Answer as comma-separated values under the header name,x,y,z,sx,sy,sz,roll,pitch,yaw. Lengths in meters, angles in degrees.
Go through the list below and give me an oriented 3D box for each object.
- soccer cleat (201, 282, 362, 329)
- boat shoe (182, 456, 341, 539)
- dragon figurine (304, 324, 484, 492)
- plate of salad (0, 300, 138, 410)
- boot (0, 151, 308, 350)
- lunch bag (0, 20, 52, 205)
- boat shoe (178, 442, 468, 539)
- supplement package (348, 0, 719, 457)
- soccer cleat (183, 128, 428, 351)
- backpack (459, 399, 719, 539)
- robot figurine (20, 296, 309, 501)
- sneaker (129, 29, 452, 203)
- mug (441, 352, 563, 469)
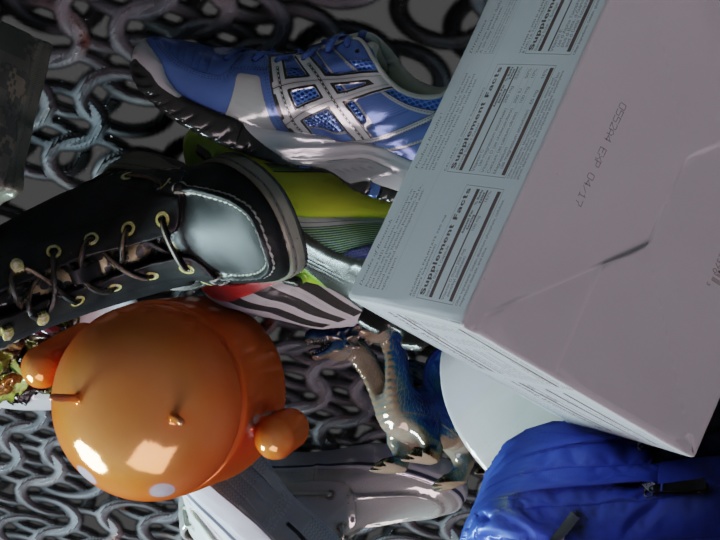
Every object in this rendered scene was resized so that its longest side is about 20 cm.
name,x,y,z,sx,sy,sz,roll,pitch,yaw
soccer cleat,0.000,0.000,1.312,0.198,0.069,0.085,-3,155,24
boat shoe,-0.087,0.154,1.468,0.200,0.073,0.067,51,127,1
dragon figurine,0.054,0.080,1.408,0.199,0.100,0.059,17,154,-35
plate of salad,-0.229,0.040,1.417,0.198,0.048,0.201,4,144,3
boot,-0.133,-0.003,1.201,0.203,0.153,0.074,11,125,56
lunch bag,-0.289,-0.077,1.215,0.163,0.118,0.199,26,148,-29
boat shoe,-0.027,0.161,1.529,0.198,0.070,0.071,2,144,8
supplement package,0.118,-0.037,1.106,0.155,0.201,0.111,30,171,-29
soccer cleat,-0.011,-0.029,1.244,0.199,0.084,0.065,32,145,24
backpack,0.147,0.154,1.156,0.198,0.168,0.164,-2,106,17
robot figurine,-0.113,0.074,1.332,0.116,0.144,0.200,-37,173,11
sneaker,-0.024,-0.094,1.198,0.198,0.076,0.078,17,105,2
mug,0.161,0.047,1.275,0.186,0.150,0.153,29,131,-11
